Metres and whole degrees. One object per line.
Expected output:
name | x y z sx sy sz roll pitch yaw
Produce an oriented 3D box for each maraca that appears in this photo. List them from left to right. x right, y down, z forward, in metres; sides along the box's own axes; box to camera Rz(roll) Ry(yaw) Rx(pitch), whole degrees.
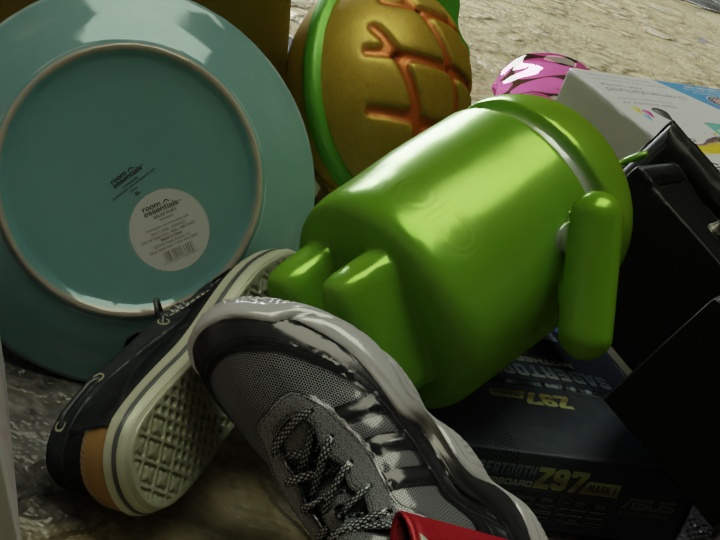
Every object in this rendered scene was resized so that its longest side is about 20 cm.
maraca | 0.018 -0.124 1.193 0.106 0.138 0.201 -7 41 32

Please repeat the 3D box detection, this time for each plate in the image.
plate | -0.116 -0.044 0.981 0.199 0.202 0.026 14 -7 -15

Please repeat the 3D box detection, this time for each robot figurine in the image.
robot figurine | 0.051 -0.012 0.957 0.200 0.116 0.175 -35 23 -32

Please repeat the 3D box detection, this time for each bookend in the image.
bookend | 0.175 0.026 1.017 0.200 0.092 0.198 50 18 11

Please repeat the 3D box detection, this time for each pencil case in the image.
pencil case | 0.131 -0.104 1.463 0.093 0.092 0.200 7 19 6

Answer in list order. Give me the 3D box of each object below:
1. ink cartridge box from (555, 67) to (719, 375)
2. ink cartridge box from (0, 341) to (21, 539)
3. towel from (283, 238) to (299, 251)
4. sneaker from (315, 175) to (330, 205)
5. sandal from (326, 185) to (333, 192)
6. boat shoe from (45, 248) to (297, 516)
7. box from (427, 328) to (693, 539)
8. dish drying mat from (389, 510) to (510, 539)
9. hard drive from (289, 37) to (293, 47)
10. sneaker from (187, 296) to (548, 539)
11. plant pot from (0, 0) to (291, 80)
ink cartridge box | 0.213 -0.014 1.237 0.146 0.147 0.200 3 27 -34
ink cartridge box | -0.180 -0.003 0.820 0.057 0.202 0.163 -5 28 -10
towel | 0.000 0.000 1.111 0.198 0.024 0.152 8 -4 -20
sneaker | -0.099 -0.058 1.129 0.067 0.090 0.200 3 -37 49
sandal | 0.006 -0.055 1.277 0.199 0.080 0.087 19 -16 18
boat shoe | -0.079 0.047 0.929 0.062 0.075 0.200 -1 27 30
box | 0.061 0.073 1.040 0.198 0.051 0.158 10 25 -24
dish drying mat | 0.089 0.152 0.826 0.199 0.018 0.077 20 45 -41
hard drive | -0.036 -0.128 1.439 0.199 0.033 0.140 24 23 10
sneaker | -0.005 0.100 0.837 0.200 0.075 0.114 43 32 -4
plant pot | -0.168 -0.159 1.204 0.175 0.201 0.200 -14 34 -31
